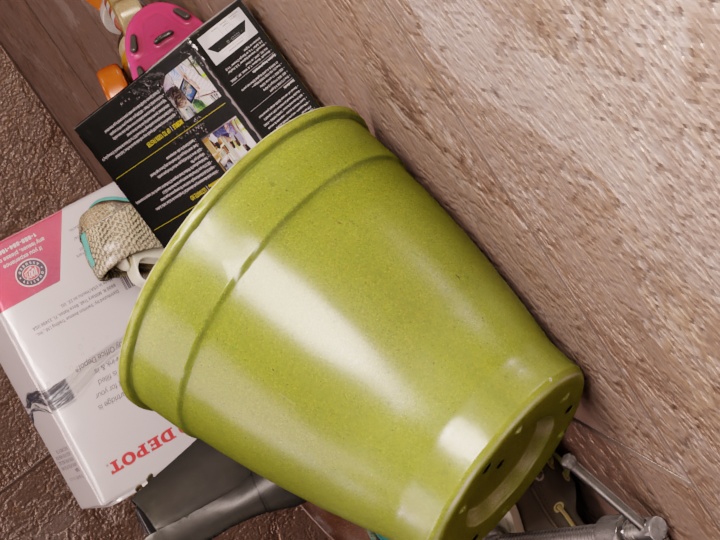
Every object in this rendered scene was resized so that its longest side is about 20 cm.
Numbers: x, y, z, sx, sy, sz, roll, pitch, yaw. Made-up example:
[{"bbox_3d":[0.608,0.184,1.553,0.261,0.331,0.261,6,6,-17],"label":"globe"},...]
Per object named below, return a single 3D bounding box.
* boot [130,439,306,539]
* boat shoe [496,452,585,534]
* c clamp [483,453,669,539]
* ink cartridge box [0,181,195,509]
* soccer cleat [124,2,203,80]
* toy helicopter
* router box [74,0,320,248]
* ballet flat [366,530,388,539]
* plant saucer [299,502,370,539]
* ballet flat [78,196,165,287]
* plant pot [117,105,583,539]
[{"bbox_3d":[-0.101,0.120,1.336,0.078,0.138,0.200,66,169,-14],"label":"boot"},{"bbox_3d":[0.107,0.146,1.284,0.072,0.060,0.202,30,157,55],"label":"boat shoe"},{"bbox_3d":[0.130,0.174,1.200,0.171,0.027,0.200,41,150,-14],"label":"c clamp"},{"bbox_3d":[-0.180,0.052,1.458,0.201,0.144,0.084,61,158,-2],"label":"ink cartridge box"},{"bbox_3d":[-0.094,-0.094,1.391,0.200,0.070,0.086,51,171,14],"label":"soccer cleat"},{"bbox_3d":[-0.176,-0.206,1.464,0.132,0.078,0.201,-123,10,-73],"label":"toy helicopter"},{"bbox_3d":[-0.088,-0.070,1.281,0.150,0.051,0.200,53,150,-8],"label":"router box"},{"bbox_3d":[0.042,0.164,1.270,0.074,0.074,0.201,39,154,59],"label":"ballet flat"},{"bbox_3d":[-0.009,0.154,1.501,0.200,0.037,0.201,40,158,20],"label":"plant saucer"},{"bbox_3d":[-0.102,-0.005,1.410,0.068,0.199,0.076,-47,48,47],"label":"ballet flat"},{"bbox_3d":[0.009,0.050,1.079,0.193,0.201,0.201,38,167,18],"label":"plant pot"}]
